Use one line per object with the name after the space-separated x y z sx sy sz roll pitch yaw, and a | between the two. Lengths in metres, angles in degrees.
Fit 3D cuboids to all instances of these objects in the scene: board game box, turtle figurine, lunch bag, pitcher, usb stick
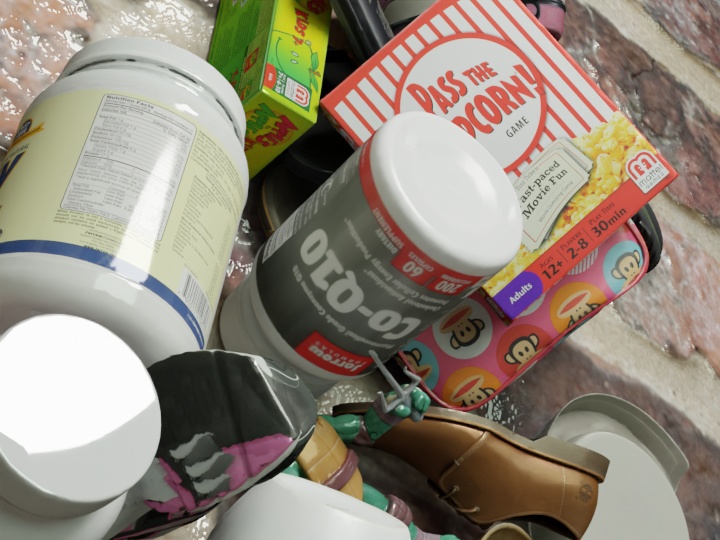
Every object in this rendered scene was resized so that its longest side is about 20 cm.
0.093 -0.086 0.868 0.200 0.151 0.046 48 -3 7 | board game box
-0.015 0.129 0.801 0.150 0.100 0.200 -42 108 -33 | turtle figurine
0.088 -0.014 0.922 0.176 0.200 0.082 54 0 0 | lunch bag
-0.032 0.222 0.686 0.171 0.121 0.201 24 86 -48 | pitcher
0.013 -0.161 0.944 0.200 0.032 0.056 61 19 -44 | usb stick
-0.069 -0.168 0.934 0.047 0.101 0.201 27 49 -27 | board game box

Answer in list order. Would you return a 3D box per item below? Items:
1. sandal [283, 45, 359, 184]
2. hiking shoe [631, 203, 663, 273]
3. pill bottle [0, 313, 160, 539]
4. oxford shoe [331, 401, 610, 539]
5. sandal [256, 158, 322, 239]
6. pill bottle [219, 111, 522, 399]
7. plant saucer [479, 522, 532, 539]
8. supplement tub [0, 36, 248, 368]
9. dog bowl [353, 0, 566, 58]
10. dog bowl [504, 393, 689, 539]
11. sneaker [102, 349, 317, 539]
-0.024 -0.133 0.949 0.075 0.045 0.200 8 34 -9 | sandal
0.184 -0.092 1.002 0.200 0.076 0.101 55 46 -4 | hiking shoe
-0.179 0.099 0.593 0.112 0.200 0.113 22 51 -31 | pill bottle
0.072 0.137 0.870 0.199 0.071 0.072 17 75 -3 | oxford shoe
-0.013 -0.070 0.959 0.082 0.055 0.200 50 42 -6 | sandal
0.000 0.000 0.811 0.114 0.200 0.114 24 45 -26 | pill bottle
0.091 0.267 0.817 0.200 0.035 0.201 37 47 -53 | plant saucer
-0.146 -0.025 0.741 0.145 0.145 0.201 31 47 -24 | supplement tub
0.079 -0.209 1.036 0.200 0.200 0.074 -7 86 -44 | dog bowl
0.192 0.199 0.975 0.199 0.059 0.201 22 52 -31 | dog bowl
-0.094 0.097 0.681 0.086 0.199 0.081 7 66 -51 | sneaker
